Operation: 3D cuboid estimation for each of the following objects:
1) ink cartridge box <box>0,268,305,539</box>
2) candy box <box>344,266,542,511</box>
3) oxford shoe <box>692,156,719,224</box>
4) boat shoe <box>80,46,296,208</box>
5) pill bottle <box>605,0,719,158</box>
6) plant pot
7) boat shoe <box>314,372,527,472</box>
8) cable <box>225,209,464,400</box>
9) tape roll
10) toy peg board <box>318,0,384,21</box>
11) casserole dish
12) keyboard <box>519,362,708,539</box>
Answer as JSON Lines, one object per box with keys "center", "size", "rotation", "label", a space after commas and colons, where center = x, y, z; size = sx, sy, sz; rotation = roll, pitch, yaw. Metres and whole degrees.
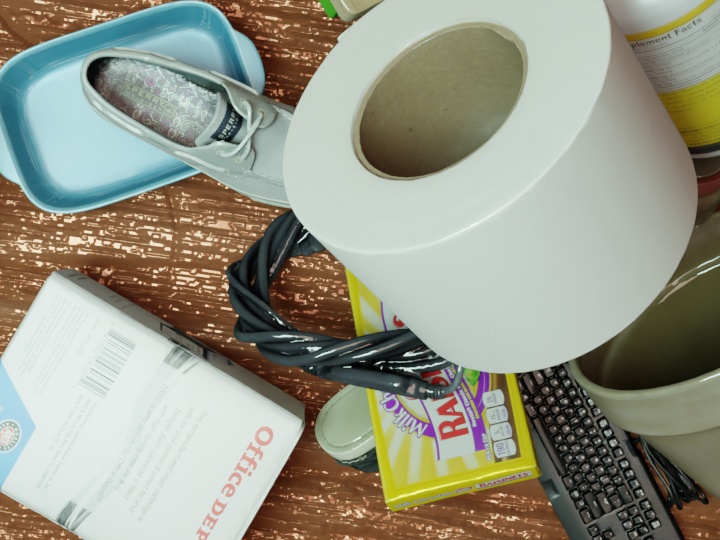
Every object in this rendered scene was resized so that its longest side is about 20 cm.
{"center": [-0.158, 0.111, 0.807], "size": [0.200, 0.086, 0.147], "rotation": [31, 91, -3], "label": "ink cartridge box"}
{"center": [0.050, 0.055, 0.786], "size": [0.102, 0.026, 0.200], "rotation": [-17, 60, 11], "label": "candy box"}
{"center": [0.156, -0.064, 0.821], "size": [0.200, 0.075, 0.071], "rotation": [11, 55, 16], "label": "oxford shoe"}
{"center": [-0.096, -0.094, 0.773], "size": [0.200, 0.072, 0.070], "rotation": [22, 92, -3], "label": "boat shoe"}
{"center": [0.188, -0.166, 0.704], "size": [0.112, 0.112, 0.200], "rotation": [-46, 133, 0], "label": "pill bottle"}
{"center": [0.271, 0.076, 0.781], "size": [0.200, 0.200, 0.174], "rotation": [-38, 109, 0], "label": "plant pot"}
{"center": [0.066, 0.084, 0.826], "size": [0.199, 0.075, 0.066], "rotation": [-36, 134, -2], "label": "boat shoe"}
{"center": [0.000, 0.000, 0.786], "size": [0.200, 0.051, 0.163], "rotation": [10, 67, 24], "label": "cable"}
{"center": [0.075, -0.060, 0.665], "size": [0.203, 0.203, 0.139], "rotation": [-46, 132, 0], "label": "tape roll"}
{"center": [0.012, -0.293, 0.810], "size": [0.199, 0.098, 0.200], "rotation": [-31, 93, -16], "label": "toy peg board"}
{"center": [-0.164, -0.115, 0.825], "size": [0.200, 0.039, 0.121], "rotation": [-19, 92, -2], "label": "casserole dish"}
{"center": [0.182, 0.139, 0.841], "size": [0.104, 0.040, 0.200], "rotation": [-29, 93, 0], "label": "keyboard"}
